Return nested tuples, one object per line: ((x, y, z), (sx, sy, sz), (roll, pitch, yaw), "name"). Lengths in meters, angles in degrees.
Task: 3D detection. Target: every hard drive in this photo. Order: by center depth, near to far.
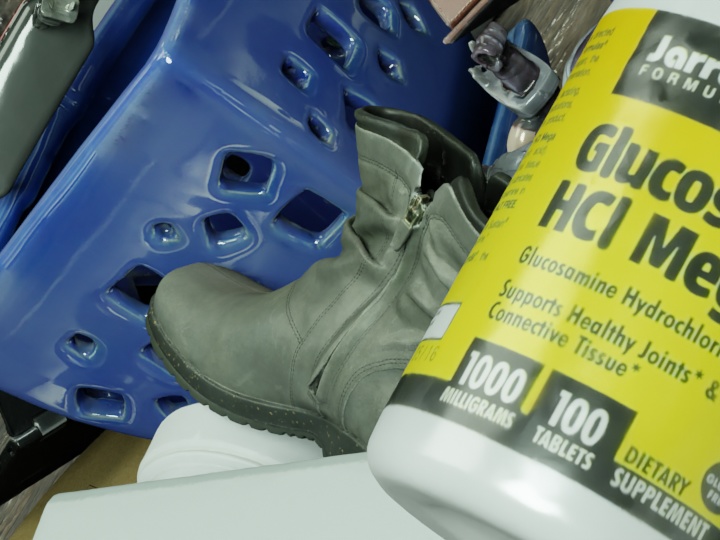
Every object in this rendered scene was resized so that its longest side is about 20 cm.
((-0.033, 0.118, 0.914), (0.199, 0.026, 0.132), (-9, 43, 29), "hard drive")

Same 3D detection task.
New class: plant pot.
((-0.036, -0.036, 1.183), (0.200, 0.179, 0.200), (-50, 15, 37), "plant pot")

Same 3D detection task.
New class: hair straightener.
((-0.110, -0.114, 1.178), (0.200, 0.041, 0.077), (-53, 13, 6), "hair straightener")

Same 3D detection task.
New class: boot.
((0.000, 0.000, 1.008), (0.200, 0.067, 0.131), (32, 118, 48), "boot")

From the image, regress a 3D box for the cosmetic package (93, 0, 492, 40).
((-0.031, -0.178, 1.459), (0.200, 0.199, 0.123), (-51, 14, 32), "cosmetic package")

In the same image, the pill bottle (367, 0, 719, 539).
((0.094, -0.007, 0.762), (0.201, 0.112, 0.112), (-61, 13, -10), "pill bottle")

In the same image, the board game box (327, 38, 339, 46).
((-0.062, -0.060, 1.446), (0.200, 0.135, 0.028), (-49, 17, 40), "board game box")

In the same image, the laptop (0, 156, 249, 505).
((-0.127, 0.002, 1.383), (0.187, 0.116, 0.200), (-32, -8, -26), "laptop")

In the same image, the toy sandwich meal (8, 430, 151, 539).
((-0.112, 0.136, 1.348), (0.205, 0.070, 0.205), (-44, 13, 13), "toy sandwich meal")

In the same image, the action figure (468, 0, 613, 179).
((0.082, -0.053, 0.982), (0.200, 0.069, 0.130), (-54, 43, 28), "action figure")

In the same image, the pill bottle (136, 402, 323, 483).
((-0.068, 0.150, 1.021), (0.112, 0.112, 0.201), (-43, 20, 50), "pill bottle")

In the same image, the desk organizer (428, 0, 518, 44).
((0.087, -0.171, 1.081), (0.200, 0.077, 0.072), (-34, -6, -41), "desk organizer")
